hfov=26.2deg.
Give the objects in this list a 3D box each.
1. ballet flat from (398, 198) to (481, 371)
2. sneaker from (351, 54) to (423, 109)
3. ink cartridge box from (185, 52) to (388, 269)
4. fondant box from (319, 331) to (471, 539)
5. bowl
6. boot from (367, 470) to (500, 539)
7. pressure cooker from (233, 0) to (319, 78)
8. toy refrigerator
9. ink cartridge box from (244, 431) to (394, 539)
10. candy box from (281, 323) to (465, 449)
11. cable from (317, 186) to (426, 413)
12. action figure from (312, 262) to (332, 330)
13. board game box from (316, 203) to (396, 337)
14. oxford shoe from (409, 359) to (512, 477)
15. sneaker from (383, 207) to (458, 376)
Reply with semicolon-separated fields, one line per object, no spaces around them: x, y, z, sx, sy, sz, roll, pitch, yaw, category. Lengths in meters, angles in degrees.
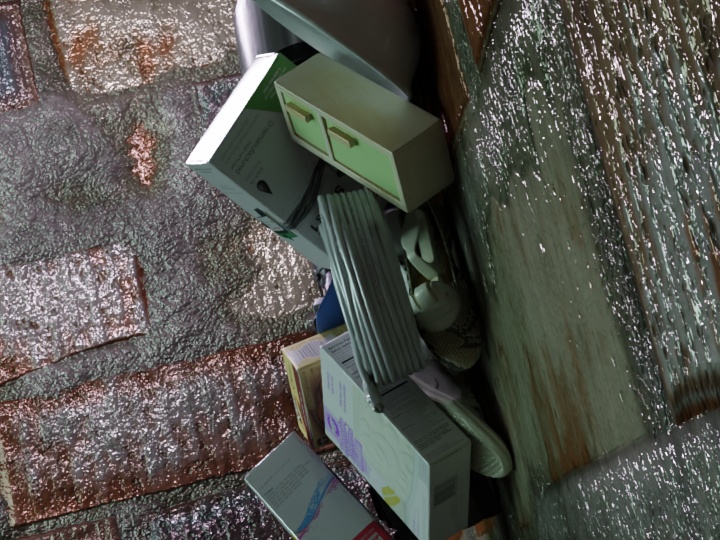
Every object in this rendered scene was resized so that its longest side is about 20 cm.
0.070;0.005;1.575;0.075;0.067;0.202;39;-147;-55;ballet flat
0.027;-0.212;1.652;0.106;0.074;0.203;-66;-34;-78;sneaker
-0.064;-0.115;1.668;0.199;0.147;0.084;37;168;-22;ink cartridge box
0.036;0.176;1.638;0.200;0.058;0.145;46;151;37;fondant box
-0.012;-0.257;1.503;0.200;0.091;0.201;33;-178;-1;bowl
0.063;0.219;1.742;0.070;0.130;0.202;-125;10;-85;boot
-0.063;-0.274;1.831;0.176;0.177;0.202;-43;45;36;pressure cooker
0.000;-0.138;1.533;0.200;0.070;0.076;36;152;43;toy refrigerator
-0.025;0.297;1.754;0.200;0.085;0.148;46;174;32;ink cartridge box
0.017;0.112;1.776;0.055;0.198;0.117;-131;25;-53;candy box
0.010;0.016;1.552;0.201;0.068;0.201;76;178;-47;cable
-0.029;0.024;2.002;0.201;0.069;0.131;-102;-8;-54;action figure
0.000;0.000;1.807;0.157;0.039;0.202;15;-80;-58;board game box
0.101;0.148;1.614;0.200;0.057;0.076;36;143;50;oxford shoe
0.072;0.013;1.688;0.116;0.073;0.202;102;145;-78;sneaker
